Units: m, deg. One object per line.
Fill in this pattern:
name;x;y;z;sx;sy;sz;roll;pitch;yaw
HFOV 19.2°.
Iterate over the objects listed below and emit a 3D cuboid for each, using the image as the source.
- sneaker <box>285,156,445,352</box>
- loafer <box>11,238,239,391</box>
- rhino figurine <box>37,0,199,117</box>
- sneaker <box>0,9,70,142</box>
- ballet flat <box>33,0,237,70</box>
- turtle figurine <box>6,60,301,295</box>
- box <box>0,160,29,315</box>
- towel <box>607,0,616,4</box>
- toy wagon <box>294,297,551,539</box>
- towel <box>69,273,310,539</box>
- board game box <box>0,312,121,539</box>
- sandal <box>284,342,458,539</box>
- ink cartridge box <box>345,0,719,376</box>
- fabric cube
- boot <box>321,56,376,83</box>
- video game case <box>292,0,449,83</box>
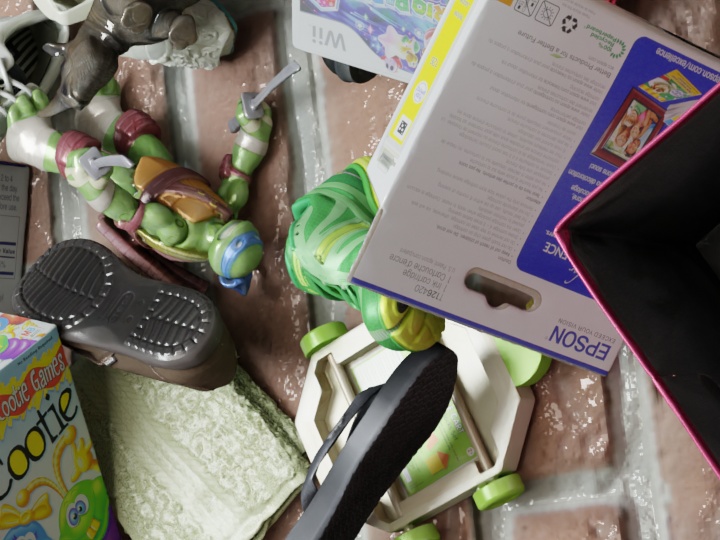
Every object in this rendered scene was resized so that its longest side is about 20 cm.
sneaker;0.000;0.000;1.296;0.083;0.200;0.074;-24;116;2
loafer;-0.156;0.040;1.401;0.199;0.071;0.073;23;67;44
rhino figurine;-0.137;-0.171;1.355;0.200;0.060;0.087;-48;33;6
sneaker;-0.260;-0.118;1.450;0.071;0.201;0.073;-25;120;36
ballet flat;-0.172;-0.180;1.459;0.199;0.072;0.072;30;103;32
turtle figurine;-0.135;-0.091;1.397;0.193;0.200;0.144;29;68;33
box;-0.336;0.014;1.485;0.104;0.184;0.202;5;90;32
towel;0.073;-0.219;1.257;0.199;0.023;0.145;32;148;5
toy wagon;0.051;0.080;1.335;0.199;0.039;0.156;-32;73;25
towel;-0.129;0.114;1.442;0.200;0.036;0.149;47;109;24
board game box;-0.243;0.139;1.413;0.102;0.105;0.201;9;125;36
sandal;-0.010;0.123;1.301;0.043;0.076;0.201;41;107;24
ink cartridge box;0.107;-0.060;1.225;0.201;0.197;0.047;-61;31;13
fabric cube;0.261;0.001;1.121;0.196;0.199;0.201;-41;69;22
boot;-0.065;-0.214;1.400;0.199;0.066;0.166;10;87;28
video game case;0.022;-0.203;1.249;0.142;0.018;0.201;19;130;24
